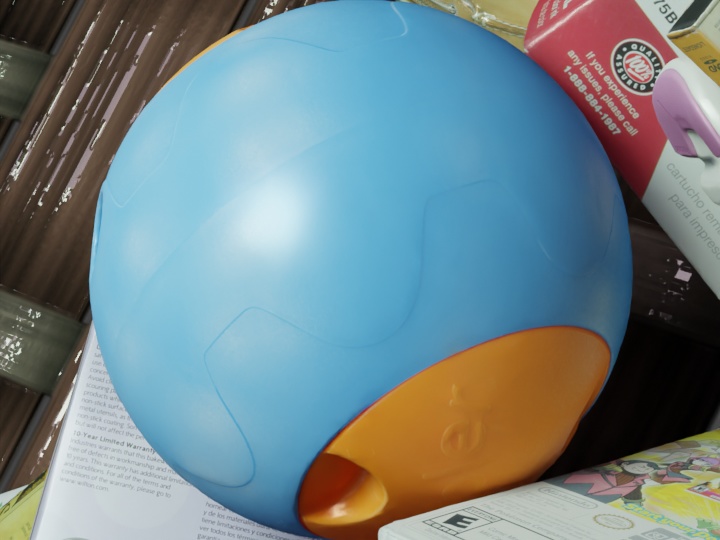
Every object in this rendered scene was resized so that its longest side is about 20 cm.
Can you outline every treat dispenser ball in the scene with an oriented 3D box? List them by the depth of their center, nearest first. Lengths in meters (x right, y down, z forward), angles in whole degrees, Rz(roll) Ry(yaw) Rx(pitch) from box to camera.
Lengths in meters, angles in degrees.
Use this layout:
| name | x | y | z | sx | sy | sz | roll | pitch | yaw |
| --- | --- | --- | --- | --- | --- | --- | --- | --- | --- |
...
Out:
| name | x | y | z | sx | sy | sz | roll | pitch | yaw |
| --- | --- | --- | --- | --- | --- | --- | --- | --- | --- |
| treat dispenser ball | 0.000 | 0.000 | 1.103 | 0.201 | 0.201 | 0.201 | -21 | 53 | 31 |

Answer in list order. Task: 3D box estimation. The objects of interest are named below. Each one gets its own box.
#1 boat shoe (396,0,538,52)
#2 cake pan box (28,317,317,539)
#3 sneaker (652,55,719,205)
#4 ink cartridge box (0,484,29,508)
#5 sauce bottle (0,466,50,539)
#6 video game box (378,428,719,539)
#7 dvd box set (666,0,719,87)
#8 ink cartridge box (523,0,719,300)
| name | x | y | z | sx | sy | sz | roll | pitch | yaw |
| --- | --- | --- | --- | --- | --- | --- | --- | --- | --- |
| boat shoe | 0.052 | -0.137 | 1.332 | 0.200 | 0.076 | 0.072 | 22 | 80 | 45 |
| cake pan box | -0.031 | 0.109 | 1.199 | 0.200 | 0.052 | 0.185 | 11 | 75 | 5 |
| sneaker | 0.194 | -0.011 | 1.074 | 0.088 | 0.200 | 0.080 | -35 | 8 | -9 |
| ink cartridge box | -0.094 | 0.169 | 1.301 | 0.200 | 0.041 | 0.200 | -21 | 53 | 29 |
| sauce bottle | -0.144 | 0.133 | 1.287 | 0.200 | 0.066 | 0.066 | -39 | 46 | 13 |
| video game box | 0.136 | 0.115 | 1.016 | 0.200 | 0.182 | 0.047 | 20 | 116 | 46 |
| dvd box set | 0.223 | -0.069 | 1.034 | 0.146 | 0.200 | 0.029 | -51 | 11 | -12 |
| ink cartridge box | 0.185 | -0.098 | 1.130 | 0.200 | 0.146 | 0.083 | -36 | 9 | 21 |
